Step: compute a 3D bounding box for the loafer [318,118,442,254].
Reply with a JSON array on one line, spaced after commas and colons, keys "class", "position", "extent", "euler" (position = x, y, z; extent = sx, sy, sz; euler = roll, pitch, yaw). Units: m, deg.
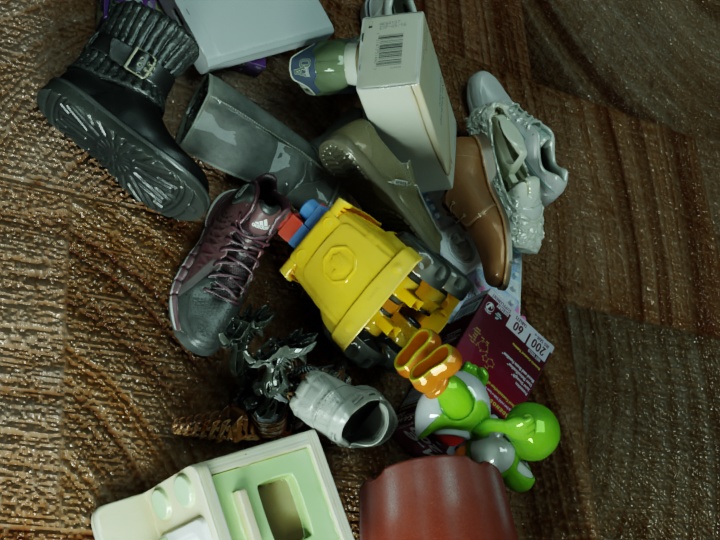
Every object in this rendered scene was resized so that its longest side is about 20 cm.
[{"class": "loafer", "position": [0.035, -0.087, 1.338], "extent": [0.200, 0.076, 0.068], "euler": [52, 60, -32]}]

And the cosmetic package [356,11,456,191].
[{"class": "cosmetic package", "position": [0.055, -0.184, 1.368], "extent": [0.200, 0.072, 0.104], "euler": [62, 29, -57]}]

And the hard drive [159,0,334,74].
[{"class": "hard drive", "position": [-0.133, -0.304, 1.384], "extent": [0.199, 0.026, 0.133], "euler": [-25, 84, -42]}]

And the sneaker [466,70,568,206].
[{"class": "sneaker", "position": [0.208, -0.178, 1.574], "extent": [0.070, 0.080, 0.201], "euler": [-22, 80, -39]}]

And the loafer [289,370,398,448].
[{"class": "loafer", "position": [-0.003, 0.149, 1.206], "extent": [0.070, 0.070, 0.200], "euler": [33, 2, 26]}]

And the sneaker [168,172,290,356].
[{"class": "sneaker", "position": [-0.126, -0.019, 1.218], "extent": [0.075, 0.115, 0.201], "euler": [27, 54, -23]}]

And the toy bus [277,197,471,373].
[{"class": "toy bus", "position": [0.000, 0.000, 1.293], "extent": [0.192, 0.136, 0.200], "euler": [42, 7, 23]}]

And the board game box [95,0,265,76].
[{"class": "board game box", "position": [-0.199, -0.298, 1.366], "extent": [0.199, 0.032, 0.121], "euler": [11, 66, -33]}]

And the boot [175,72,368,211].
[{"class": "boot", "position": [-0.093, -0.156, 1.354], "extent": [0.199, 0.073, 0.183], "euler": [29, 51, -14]}]

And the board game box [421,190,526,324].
[{"class": "board game box", "position": [0.123, -0.027, 1.469], "extent": [0.199, 0.026, 0.202], "euler": [23, 55, -26]}]

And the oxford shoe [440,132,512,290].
[{"class": "oxford shoe", "position": [0.133, -0.066, 1.446], "extent": [0.071, 0.071, 0.202], "euler": [-7, 67, -15]}]

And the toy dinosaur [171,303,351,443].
[{"class": "toy dinosaur", "position": [-0.088, 0.119, 1.188], "extent": [0.200, 0.101, 0.137], "euler": [-37, 133, -54]}]

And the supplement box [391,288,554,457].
[{"class": "supplement box", "position": [0.124, 0.131, 1.351], "extent": [0.109, 0.061, 0.201], "euler": [41, 58, -12]}]

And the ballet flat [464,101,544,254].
[{"class": "ballet flat", "position": [0.185, -0.119, 1.502], "extent": [0.071, 0.072, 0.202], "euler": [-11, 76, -39]}]

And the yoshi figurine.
[{"class": "yoshi figurine", "position": [0.133, 0.140, 1.251], "extent": [0.200, 0.111, 0.113], "euler": [49, 45, -23]}]

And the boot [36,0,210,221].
[{"class": "boot", "position": [-0.205, -0.167, 1.241], "extent": [0.211, 0.079, 0.158], "euler": [41, 56, -7]}]

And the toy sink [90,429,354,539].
[{"class": "toy sink", "position": [-0.119, 0.238, 1.096], "extent": [0.199, 0.112, 0.131], "euler": [-10, 73, -39]}]

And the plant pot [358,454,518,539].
[{"class": "plant pot", "position": [0.080, 0.297, 1.175], "extent": [0.199, 0.201, 0.197], "euler": [16, 51, -30]}]

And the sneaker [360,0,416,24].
[{"class": "sneaker", "position": [0.054, -0.261, 1.505], "extent": [0.073, 0.071, 0.202], "euler": [-9, 75, -39]}]

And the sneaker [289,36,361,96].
[{"class": "sneaker", "position": [-0.033, -0.237, 1.404], "extent": [0.200, 0.089, 0.068], "euler": [-56, 142, -80]}]
